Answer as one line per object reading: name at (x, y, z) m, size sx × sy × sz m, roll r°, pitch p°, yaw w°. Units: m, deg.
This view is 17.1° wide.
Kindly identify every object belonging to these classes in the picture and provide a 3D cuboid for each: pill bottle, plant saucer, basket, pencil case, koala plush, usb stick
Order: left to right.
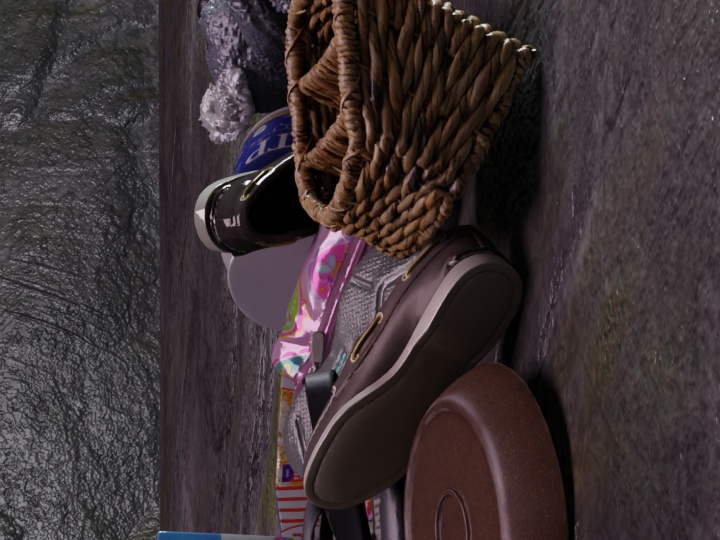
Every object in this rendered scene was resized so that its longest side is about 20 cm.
koala plush at (-0.071, -0.205, 1.967) m, size 0.177 × 0.184 × 0.200 m, roll -50°, pitch -15°, yaw -45°
pill bottle at (-0.048, -0.039, 1.882) m, size 0.200 × 0.120 × 0.120 m, roll -82°, pitch 0°, yaw -62°
basket at (-0.001, -0.099, 1.522) m, size 0.143 × 0.149 × 0.200 m, roll -62°, pitch 6°, yaw -11°
pencil case at (0.000, 0.000, 1.710) m, size 0.087 × 0.087 × 0.200 m, roll -105°, pitch 32°, yaw -60°
usb stick at (0.026, 0.160, 1.546) m, size 0.055 × 0.033 × 0.200 m, roll -26°, pitch 66°, yaw 61°
plant saucer at (0.067, 0.155, 1.421) m, size 0.200 × 0.034 × 0.200 m, roll 178°, pitch 90°, yaw -70°

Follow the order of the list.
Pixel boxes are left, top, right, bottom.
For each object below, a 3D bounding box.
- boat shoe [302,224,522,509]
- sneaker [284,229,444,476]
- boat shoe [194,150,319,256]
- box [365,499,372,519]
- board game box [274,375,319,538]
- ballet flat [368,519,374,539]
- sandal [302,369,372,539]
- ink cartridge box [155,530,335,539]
boat shoe at (0.025, 0.061, 1.504) m, size 0.200 × 0.072 × 0.060 m, roll -56°, pitch 35°, yaw 17°
sneaker at (0.021, 0.057, 1.661) m, size 0.070 × 0.080 × 0.200 m, roll 50°, pitch 120°, yaw 45°
boat shoe at (-0.025, -0.063, 1.751) m, size 0.061 × 0.201 × 0.072 m, roll 1°, pitch 114°, yaw 53°
box at (0.012, 0.112, 1.831) m, size 0.137 × 0.039 × 0.200 m, roll 116°, pitch 155°, yaw -65°
board game box at (-0.038, 0.165, 1.937) m, size 0.200 × 0.046 × 0.152 m, roll -90°, pitch -4°, yaw -54°
ballet flat at (0.031, 0.160, 1.633) m, size 0.071 × 0.065 × 0.200 m, roll -132°, pitch 44°, yaw -67°
sandal at (-0.018, 0.167, 1.582) m, size 0.076 × 0.043 × 0.200 m, roll 64°, pitch -165°, yaw -73°
ink cartridge box at (-0.049, 0.266, 1.692) m, size 0.085 × 0.200 × 0.145 m, roll 112°, pitch 158°, yaw -51°
